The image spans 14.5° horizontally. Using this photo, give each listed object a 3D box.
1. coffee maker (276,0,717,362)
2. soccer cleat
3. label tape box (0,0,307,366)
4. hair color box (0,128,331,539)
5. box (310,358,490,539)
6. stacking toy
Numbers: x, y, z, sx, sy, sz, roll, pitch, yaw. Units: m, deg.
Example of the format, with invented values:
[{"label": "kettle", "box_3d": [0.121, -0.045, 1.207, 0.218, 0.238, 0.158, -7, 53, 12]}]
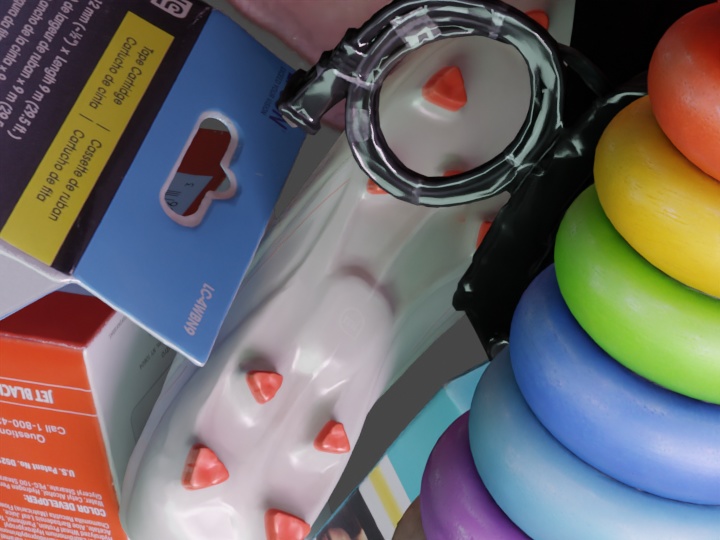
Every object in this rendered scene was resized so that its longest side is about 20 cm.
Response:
[{"label": "coffee maker", "box_3d": [0.099, -0.053, 0.682, 0.134, 0.200, 0.192, -30, 115, 28]}, {"label": "soccer cleat", "box_3d": [0.000, 0.000, 0.778, 0.069, 0.200, 0.078, 44, 161, -16]}, {"label": "label tape box", "box_3d": [-0.121, -0.047, 0.768, 0.200, 0.143, 0.066, 31, 127, -8]}, {"label": "hair color box", "box_3d": [-0.064, 0.068, 0.859, 0.064, 0.111, 0.201, 7, 128, 25]}, {"label": "box", "box_3d": [0.041, 0.080, 0.793, 0.082, 0.049, 0.200, 61, 162, 10]}, {"label": "stacking toy", "box_3d": [0.069, 0.000, 0.555, 0.085, 0.085, 0.201, 17, 123, 0]}]
